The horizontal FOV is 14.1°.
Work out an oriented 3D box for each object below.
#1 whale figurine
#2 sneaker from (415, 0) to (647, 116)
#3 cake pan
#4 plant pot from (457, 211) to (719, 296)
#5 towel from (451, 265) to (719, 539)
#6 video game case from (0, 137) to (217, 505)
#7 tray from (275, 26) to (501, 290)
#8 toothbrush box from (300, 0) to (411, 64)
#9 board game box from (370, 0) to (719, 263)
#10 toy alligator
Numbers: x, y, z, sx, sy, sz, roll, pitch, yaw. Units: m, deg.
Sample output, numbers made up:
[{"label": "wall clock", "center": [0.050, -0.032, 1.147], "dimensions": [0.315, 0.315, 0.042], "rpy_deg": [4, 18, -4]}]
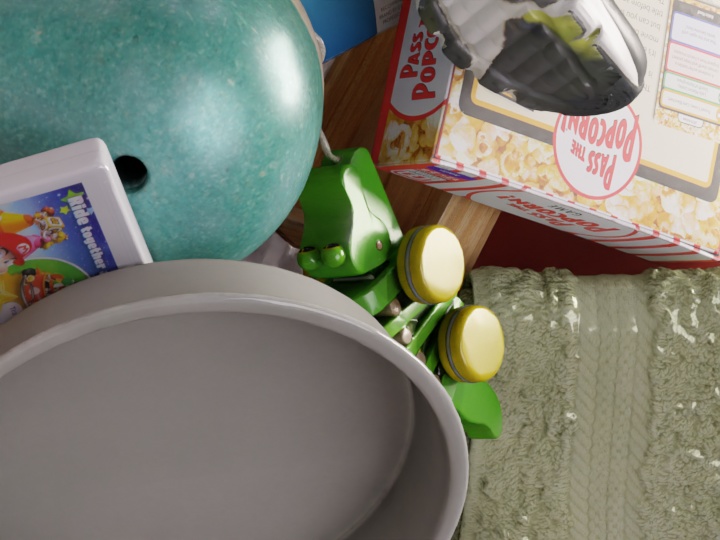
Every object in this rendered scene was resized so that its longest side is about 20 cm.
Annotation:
[{"label": "whale figurine", "center": [-0.112, -0.063, 1.008], "dimensions": [0.199, 0.104, 0.160], "rpy_deg": [15, 115, -7]}, {"label": "sneaker", "center": [0.045, -0.145, 1.073], "dimensions": [0.200, 0.074, 0.085], "rpy_deg": [47, 56, -15]}, {"label": "cake pan", "center": [-0.063, 0.071, 1.008], "dimensions": [0.199, 0.037, 0.201], "rpy_deg": [-7, 134, -7]}, {"label": "plant pot", "center": [0.144, -0.019, 1.304], "dimensions": [0.200, 0.177, 0.201], "rpy_deg": [-16, 113, -44]}, {"label": "towel", "center": [0.107, 0.085, 1.218], "dimensions": [0.037, 0.148, 0.201], "rpy_deg": [-93, -177, -58]}, {"label": "video game case", "center": [-0.162, 0.036, 0.992], "dimensions": [0.199, 0.018, 0.144], "rpy_deg": [-16, 134, 3]}, {"label": "tray", "center": [0.043, -0.093, 1.231], "dimensions": [0.037, 0.098, 0.201], "rpy_deg": [42, 70, -45]}, {"label": "toothbrush box", "center": [-0.065, -0.171, 1.103], "dimensions": [0.146, 0.085, 0.201], "rpy_deg": [-32, 123, -37]}, {"label": "board game box", "center": [0.094, -0.118, 1.168], "dimensions": [0.151, 0.046, 0.201], "rpy_deg": [18, 79, -32]}, {"label": "toy alligator", "center": [0.000, 0.000, 1.115], "dimensions": [0.054, 0.059, 0.200], "rpy_deg": [-53, 126, -39]}]
